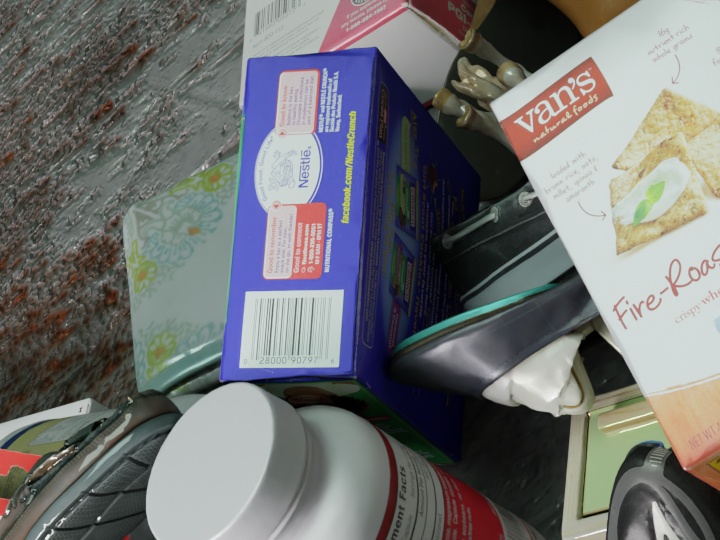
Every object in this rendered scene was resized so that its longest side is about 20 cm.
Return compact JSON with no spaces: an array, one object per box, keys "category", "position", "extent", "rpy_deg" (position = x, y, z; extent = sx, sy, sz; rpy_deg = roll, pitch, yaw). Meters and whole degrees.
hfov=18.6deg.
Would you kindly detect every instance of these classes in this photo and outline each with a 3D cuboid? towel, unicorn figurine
[{"category":"towel","position":[-0.051,-0.007,1.326],"extent":[0.199,0.048,0.172],"rpy_deg":[-25,42,14]},{"category":"unicorn figurine","position":[0.110,-0.059,1.165],"extent":[0.074,0.137,0.200],"rpy_deg":[-48,20,27]}]

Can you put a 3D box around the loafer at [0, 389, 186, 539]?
[{"category":"loafer","position":[-0.158,0.122,1.092],"extent":[0.200,0.072,0.063],"rpy_deg":[-52,62,27]}]

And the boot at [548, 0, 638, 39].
[{"category":"boot","position":[0.101,-0.171,1.219],"extent":[0.074,0.154,0.201],"rpy_deg":[104,180,-50]}]

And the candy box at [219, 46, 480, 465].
[{"category":"candy box","position":[0.000,0.000,1.133],"extent":[0.077,0.200,0.170],"rpy_deg":[-1,73,19]}]

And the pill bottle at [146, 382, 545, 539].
[{"category":"pill bottle","position":[-0.003,0.135,1.059],"extent":[0.112,0.200,0.113],"rpy_deg":[-30,42,32]}]

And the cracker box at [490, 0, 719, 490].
[{"category":"cracker box","position":[0.159,-0.025,0.947],"extent":[0.134,0.058,0.201],"rpy_deg":[-34,60,15]}]

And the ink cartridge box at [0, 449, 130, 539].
[{"category":"ink cartridge box","position":[-0.177,0.196,1.175],"extent":[0.160,0.201,0.050],"rpy_deg":[5,25,40]}]

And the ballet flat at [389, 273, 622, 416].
[{"category":"ballet flat","position":[0.109,0.026,1.026],"extent":[0.199,0.073,0.073],"rpy_deg":[-27,42,11]}]

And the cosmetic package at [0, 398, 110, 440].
[{"category":"cosmetic package","position":[-0.234,0.147,1.448],"extent":[0.199,0.051,0.083],"rpy_deg":[-16,53,42]}]

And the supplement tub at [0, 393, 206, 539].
[{"category":"supplement tub","position":[-0.117,0.147,1.232],"extent":[0.199,0.144,0.145],"rpy_deg":[-12,54,44]}]

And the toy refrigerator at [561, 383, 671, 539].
[{"category":"toy refrigerator","position":[0.188,0.080,0.992],"extent":[0.199,0.070,0.076],"rpy_deg":[-21,48,40]}]

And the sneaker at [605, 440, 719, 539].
[{"category":"sneaker","position":[0.124,0.174,0.943],"extent":[0.070,0.083,0.201],"rpy_deg":[5,85,36]}]

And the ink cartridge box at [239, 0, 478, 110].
[{"category":"ink cartridge box","position":[0.003,-0.191,1.412],"extent":[0.146,0.083,0.201],"rpy_deg":[-28,44,33]}]

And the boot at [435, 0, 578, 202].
[{"category":"boot","position":[0.089,-0.128,1.297],"extent":[0.075,0.073,0.201],"rpy_deg":[141,149,-72]}]

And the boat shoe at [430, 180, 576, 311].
[{"category":"boat shoe","position":[0.112,-0.047,1.066],"extent":[0.199,0.073,0.068],"rpy_deg":[-39,82,41]}]
